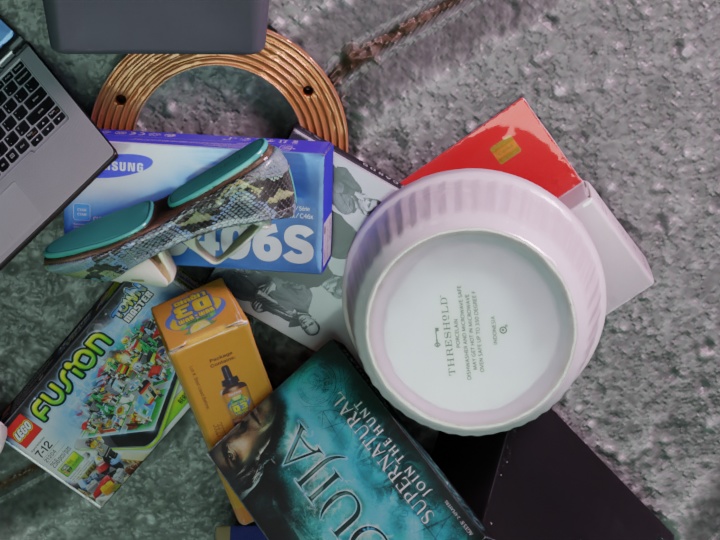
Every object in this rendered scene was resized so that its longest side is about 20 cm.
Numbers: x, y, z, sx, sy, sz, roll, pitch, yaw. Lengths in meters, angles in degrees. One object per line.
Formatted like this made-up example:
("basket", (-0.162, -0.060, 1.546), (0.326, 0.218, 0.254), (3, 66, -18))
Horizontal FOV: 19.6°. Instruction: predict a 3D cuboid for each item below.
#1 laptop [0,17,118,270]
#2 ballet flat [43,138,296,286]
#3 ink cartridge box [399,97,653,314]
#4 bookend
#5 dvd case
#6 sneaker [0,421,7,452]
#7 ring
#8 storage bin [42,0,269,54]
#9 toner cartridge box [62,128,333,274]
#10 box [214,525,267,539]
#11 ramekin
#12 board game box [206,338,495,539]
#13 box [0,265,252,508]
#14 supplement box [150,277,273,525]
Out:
("laptop", (-0.321, -0.103, 1.527), (0.187, 0.116, 0.200), (-43, 66, 6))
("ballet flat", (-0.136, -0.025, 1.526), (0.200, 0.074, 0.074), (-24, 112, 16))
("ink cartridge box", (0.099, -0.008, 1.635), (0.200, 0.045, 0.176), (-35, 110, 13))
("bookend", (0.141, 0.229, 1.644), (0.092, 0.199, 0.200), (-32, 112, 33))
("dvd case", (0.000, 0.000, 1.609), (0.200, 0.025, 0.150), (30, 107, -5))
("sneaker", (-0.363, 0.162, 1.669), (0.200, 0.078, 0.099), (-26, 138, 31))
("ring", (-0.109, -0.098, 1.605), (0.200, 0.019, 0.201), (0, 113, 0))
("storage bin", (-0.145, -0.226, 1.493), (0.200, 0.146, 0.135), (-1, 123, -1))
("toner cartridge box", (-0.122, -0.053, 1.572), (0.200, 0.043, 0.095), (3, 106, 7))
("box", (-0.019, 0.248, 1.716), (0.200, 0.032, 0.121), (2, 147, -1))
("ramekin", (0.084, 0.031, 1.550), (0.202, 0.094, 0.203), (1, 106, 4))
("board game box", (-0.010, 0.168, 1.548), (0.135, 0.028, 0.200), (-43, 64, 8))
("box", (-0.190, 0.086, 1.672), (0.110, 0.035, 0.200), (37, 107, -15))
("supplement box", (-0.100, 0.104, 1.632), (0.066, 0.069, 0.200), (-22, 131, -6))
